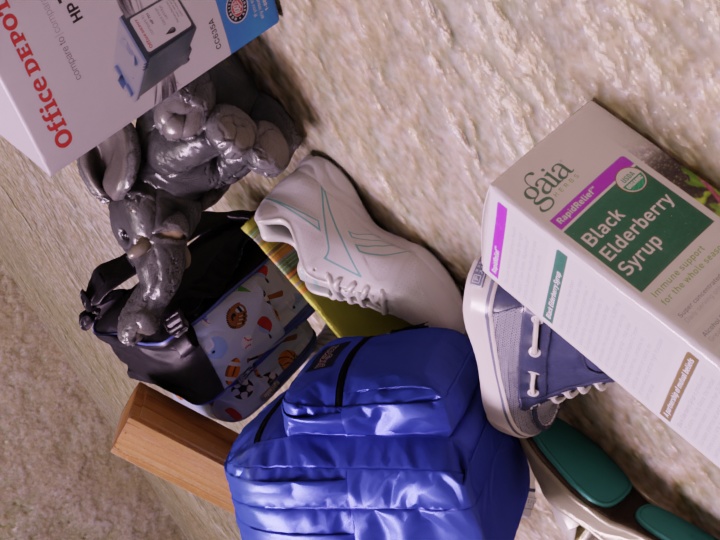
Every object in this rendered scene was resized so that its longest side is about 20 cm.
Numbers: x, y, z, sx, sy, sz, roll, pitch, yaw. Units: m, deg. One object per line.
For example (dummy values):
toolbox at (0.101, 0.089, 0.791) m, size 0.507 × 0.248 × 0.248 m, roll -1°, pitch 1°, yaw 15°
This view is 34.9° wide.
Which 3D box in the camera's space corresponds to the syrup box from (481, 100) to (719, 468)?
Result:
syrup box at (0.157, 0.014, 0.567) m, size 0.200 × 0.079 × 0.082 m, roll 42°, pitch 158°, yaw 23°

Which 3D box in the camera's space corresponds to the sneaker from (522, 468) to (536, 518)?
sneaker at (0.049, 0.155, 0.947) m, size 0.198 × 0.071 × 0.073 m, roll 7°, pitch 166°, yaw 12°

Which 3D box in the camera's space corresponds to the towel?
towel at (-0.012, 0.023, 0.933) m, size 0.200 × 0.086 × 0.018 m, roll 50°, pitch 128°, yaw 0°

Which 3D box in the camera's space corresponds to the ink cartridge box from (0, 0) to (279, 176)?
ink cartridge box at (-0.165, -0.182, 0.740) m, size 0.086 × 0.200 × 0.147 m, roll 35°, pitch 155°, yaw 35°

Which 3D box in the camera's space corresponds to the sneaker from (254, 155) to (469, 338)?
sneaker at (0.000, 0.000, 0.876) m, size 0.200 × 0.080 × 0.071 m, roll 41°, pitch 156°, yaw 21°

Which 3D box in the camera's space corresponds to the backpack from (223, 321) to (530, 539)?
backpack at (0.005, 0.133, 0.827) m, size 0.199 × 0.162 × 0.169 m, roll -9°, pitch 103°, yaw 23°

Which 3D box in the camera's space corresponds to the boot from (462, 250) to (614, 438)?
boot at (0.128, 0.062, 0.733) m, size 0.090 × 0.073 × 0.200 m, roll 16°, pitch 156°, yaw 26°

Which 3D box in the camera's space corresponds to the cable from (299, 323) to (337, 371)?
cable at (0.021, 0.135, 1.069) m, size 0.200 × 0.069 × 0.201 m, roll 38°, pitch 156°, yaw 32°

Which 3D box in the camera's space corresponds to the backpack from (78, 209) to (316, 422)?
backpack at (-0.120, 0.033, 1.026) m, size 0.199 × 0.191 × 0.154 m, roll 12°, pitch 143°, yaw 50°

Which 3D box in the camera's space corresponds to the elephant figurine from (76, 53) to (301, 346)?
elephant figurine at (-0.155, -0.073, 0.900) m, size 0.141 × 0.155 × 0.200 m, roll 40°, pitch 118°, yaw -13°

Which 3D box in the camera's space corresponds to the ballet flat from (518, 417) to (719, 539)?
ballet flat at (0.180, 0.180, 0.803) m, size 0.200 × 0.069 × 0.070 m, roll 37°, pitch 156°, yaw 33°

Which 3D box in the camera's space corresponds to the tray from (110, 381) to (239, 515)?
tray at (-0.106, 0.164, 0.948) m, size 0.199 × 0.037 × 0.099 m, roll 30°, pitch -174°, yaw -11°
